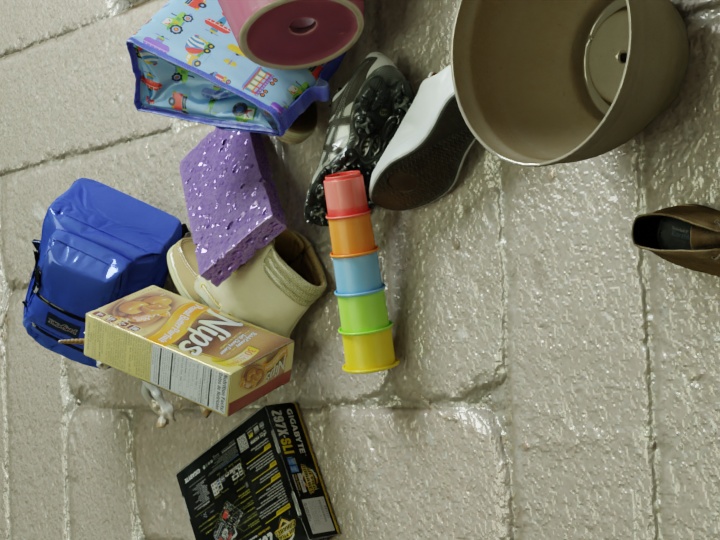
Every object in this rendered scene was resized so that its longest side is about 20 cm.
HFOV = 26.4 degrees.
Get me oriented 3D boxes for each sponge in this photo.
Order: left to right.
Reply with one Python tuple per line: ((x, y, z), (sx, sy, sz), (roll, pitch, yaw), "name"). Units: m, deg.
((-0.145, -0.086, 1.700), (0.111, 0.030, 0.200), (-40, 40, 21), "sponge")

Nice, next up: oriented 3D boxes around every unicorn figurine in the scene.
((-0.229, 0.110, 1.774), (0.074, 0.199, 0.138), (-113, 6, -81), "unicorn figurine")

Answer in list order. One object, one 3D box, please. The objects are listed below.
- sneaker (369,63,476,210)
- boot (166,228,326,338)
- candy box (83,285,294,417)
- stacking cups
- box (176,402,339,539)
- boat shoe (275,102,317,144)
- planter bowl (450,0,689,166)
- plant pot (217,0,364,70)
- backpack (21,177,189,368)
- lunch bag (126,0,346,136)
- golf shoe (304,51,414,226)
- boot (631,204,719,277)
((0.074, -0.137, 1.501), (0.200, 0.073, 0.085), (-48, 28, 43), "sneaker")
((-0.127, -0.001, 1.708), (0.200, 0.073, 0.156), (52, 128, 27), "boot")
((-0.185, 0.083, 1.650), (0.199, 0.115, 0.056), (19, 116, 28), "candy box")
((0.000, 0.000, 1.551), (0.060, 0.060, 0.201), (3, 102, 49), "stacking cups")
((-0.120, 0.261, 1.724), (0.200, 0.049, 0.160), (-40, 64, 41), "box")
((-0.108, -0.191, 1.695), (0.200, 0.072, 0.065), (53, 133, 41), "boat shoe")
((0.192, -0.185, 1.300), (0.200, 0.134, 0.201), (0, 90, 48), "planter bowl")
((-0.075, -0.311, 1.542), (0.200, 0.199, 0.180), (-37, 55, 43), "plant pot")
((-0.330, 0.018, 1.851), (0.162, 0.168, 0.201), (27, 125, 6), "backpack")
((-0.119, -0.219, 1.608), (0.199, 0.151, 0.094), (19, 136, 20), "lunch bag")
((-0.003, -0.133, 1.585), (0.200, 0.077, 0.095), (-59, 28, 32), "golf shoe")
((0.303, -0.017, 1.219), (0.199, 0.075, 0.074), (10, 96, 47), "boot")
